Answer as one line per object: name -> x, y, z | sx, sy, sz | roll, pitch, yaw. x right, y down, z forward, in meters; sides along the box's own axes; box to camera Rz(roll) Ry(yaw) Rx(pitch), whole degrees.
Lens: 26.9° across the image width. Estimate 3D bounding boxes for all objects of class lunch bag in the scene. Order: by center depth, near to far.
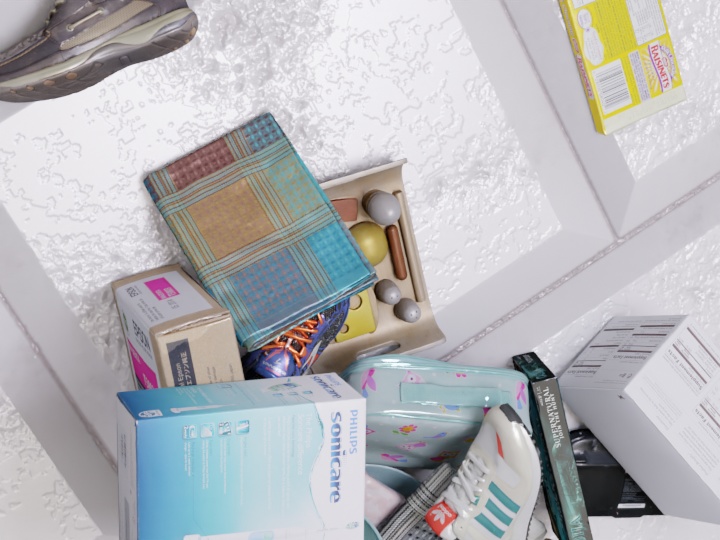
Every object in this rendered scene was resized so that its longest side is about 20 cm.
lunch bag -> 0.068, 0.140, 1.499 | 0.199, 0.160, 0.077 | 6, 63, -18

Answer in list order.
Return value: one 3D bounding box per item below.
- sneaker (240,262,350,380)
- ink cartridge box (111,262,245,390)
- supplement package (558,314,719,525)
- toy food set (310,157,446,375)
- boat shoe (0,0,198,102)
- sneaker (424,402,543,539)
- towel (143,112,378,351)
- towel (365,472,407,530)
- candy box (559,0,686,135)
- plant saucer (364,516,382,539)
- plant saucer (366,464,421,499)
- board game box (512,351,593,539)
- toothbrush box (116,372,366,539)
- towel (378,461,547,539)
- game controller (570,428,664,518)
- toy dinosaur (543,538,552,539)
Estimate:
sneaker -> -0.071, 0.078, 1.450 | 0.075, 0.078, 0.200 | 28, 110, -5
ink cartridge box -> -0.162, 0.099, 1.388 | 0.075, 0.200, 0.165 | -15, 107, -16
supplement package -> 0.329, 0.155, 1.569 | 0.111, 0.156, 0.200 | -45, 102, -17
toy food set -> 0.000, 0.000, 1.495 | 0.143, 0.060, 0.201 | -18, 108, -14
boat shoe -> -0.248, -0.211, 1.362 | 0.199, 0.075, 0.074 | -22, 84, -8
sneaker -> 0.112, 0.217, 1.434 | 0.093, 0.070, 0.200 | -15, 133, -22
towel -> -0.095, -0.039, 1.413 | 0.146, 0.022, 0.200 | -29, 74, -13
towel -> -0.078, 0.255, 1.495 | 0.191, 0.032, 0.200 | 36, 101, -26
candy box -> 0.263, -0.249, 1.542 | 0.102, 0.026, 0.201 | -25, 110, -14
plant saucer -> -0.071, 0.291, 1.462 | 0.199, 0.036, 0.201 | -1, 110, -3
plant saucer -> -0.012, 0.281, 1.564 | 0.200, 0.039, 0.202 | -5, 113, -12
board game box -> 0.200, 0.193, 1.556 | 0.028, 0.135, 0.201 | -14, 98, -1
toothbrush box -> -0.100, 0.173, 1.274 | 0.199, 0.085, 0.147 | -5, 104, -19
towel -> 0.084, 0.301, 1.546 | 0.193, 0.035, 0.200 | -48, 133, 9
game controller -> 0.303, 0.226, 1.673 | 0.199, 0.042, 0.105 | 3, 117, -19
toy dinosaur -> 0.170, 0.305, 1.630 | 0.106, 0.060, 0.201 | 1, 103, -18
